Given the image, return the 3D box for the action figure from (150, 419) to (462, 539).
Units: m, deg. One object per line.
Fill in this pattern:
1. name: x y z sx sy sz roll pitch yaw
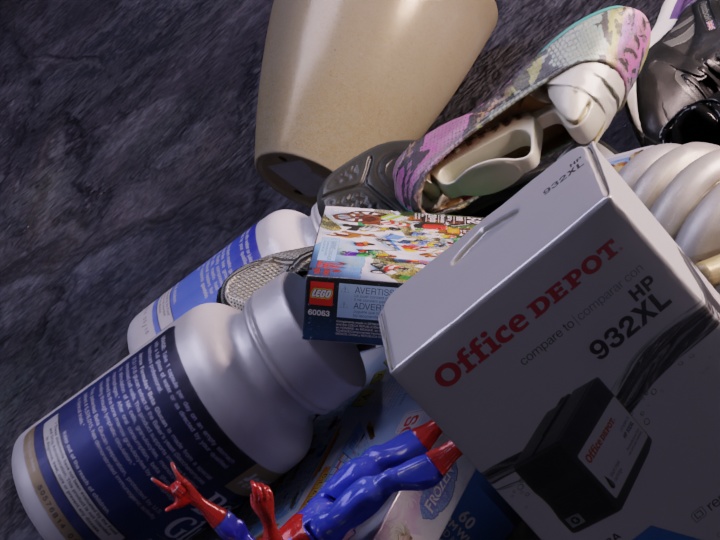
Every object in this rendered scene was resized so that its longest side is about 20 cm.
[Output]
1. action figure: -0.031 0.113 1.418 0.200 0.099 0.065 -44 22 4

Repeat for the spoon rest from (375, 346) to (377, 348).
1. spoon rest: 0.030 0.062 1.780 0.099 0.061 0.200 -24 13 40

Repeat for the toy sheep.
1. toy sheep: 0.194 -0.005 1.455 0.199 0.138 0.138 32 72 35

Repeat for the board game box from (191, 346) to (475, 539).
1. board game box: -0.014 0.126 1.544 0.199 0.041 0.201 -18 32 46

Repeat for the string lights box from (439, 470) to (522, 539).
1. string lights box: 0.019 0.165 1.555 0.200 0.059 0.103 -47 20 -13

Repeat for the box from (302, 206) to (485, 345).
1. box: 0.040 0.004 1.511 0.135 0.038 0.200 4 12 1

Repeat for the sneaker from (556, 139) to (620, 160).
1. sneaker: 0.134 -0.012 1.677 0.120 0.084 0.200 -34 19 -5

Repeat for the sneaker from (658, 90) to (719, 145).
1. sneaker: 0.224 -0.075 1.611 0.076 0.091 0.200 -38 18 17

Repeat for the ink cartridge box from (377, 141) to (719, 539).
1. ink cartridge box: 0.126 0.061 1.343 0.145 0.200 0.084 -39 19 11

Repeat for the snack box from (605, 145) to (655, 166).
1. snack box: 0.143 0.018 1.549 0.071 0.024 0.201 -15 51 27

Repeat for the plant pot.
1. plant pot: -0.009 -0.155 2.156 0.187 0.187 0.201 -12 49 56

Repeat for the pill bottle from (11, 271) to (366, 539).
1. pill bottle: -0.098 0.090 1.546 0.200 0.111 0.111 -36 20 16

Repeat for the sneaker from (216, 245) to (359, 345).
1. sneaker: 0.000 0.000 1.710 0.198 0.085 0.079 -11 62 12

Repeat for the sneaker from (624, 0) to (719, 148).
1. sneaker: 0.236 -0.142 1.765 0.087 0.076 0.200 -23 27 32

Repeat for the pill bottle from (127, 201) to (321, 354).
1. pill bottle: -0.065 0.026 1.938 0.200 0.112 0.112 -37 20 19

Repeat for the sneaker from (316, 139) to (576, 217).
1. sneaker: 0.061 -0.043 1.805 0.198 0.076 0.115 -18 -30 -22

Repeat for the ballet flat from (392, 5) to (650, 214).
1. ballet flat: 0.111 -0.092 1.697 0.199 0.069 0.071 -33 33 5
